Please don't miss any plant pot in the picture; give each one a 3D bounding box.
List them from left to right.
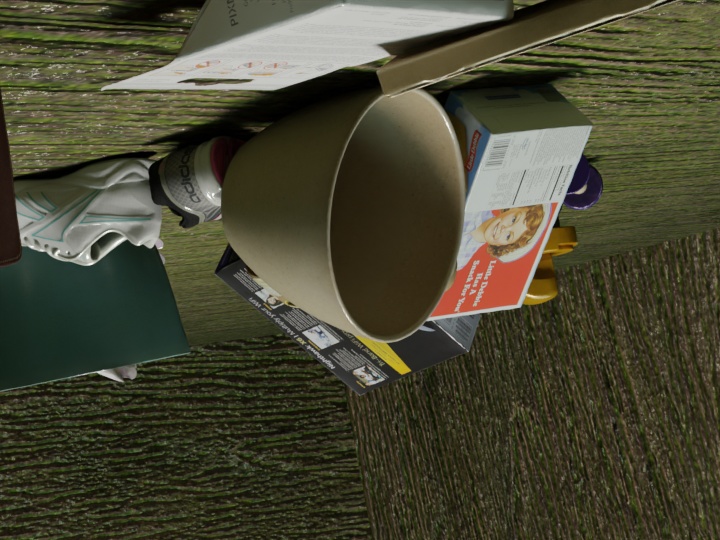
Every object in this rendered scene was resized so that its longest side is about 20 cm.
[{"bbox_3d":[-0.267,0.016,1.724,0.199,0.162,0.201,-11,178,0],"label":"plant pot"}]

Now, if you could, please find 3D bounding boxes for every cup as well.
[{"bbox_3d":[-0.027,-0.052,1.507,0.142,0.202,0.200,8,-174,33],"label":"cup"}]

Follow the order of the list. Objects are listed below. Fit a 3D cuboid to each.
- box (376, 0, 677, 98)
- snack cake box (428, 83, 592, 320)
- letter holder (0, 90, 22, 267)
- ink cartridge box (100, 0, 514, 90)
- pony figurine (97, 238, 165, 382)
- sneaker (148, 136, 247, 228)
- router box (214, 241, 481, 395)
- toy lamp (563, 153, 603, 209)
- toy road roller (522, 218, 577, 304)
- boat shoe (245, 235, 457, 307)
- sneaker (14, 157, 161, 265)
[{"bbox_3d":[0.118,-0.156,1.175,0.199,0.021,0.164,-18,-171,15],"label":"box"},{"bbox_3d":[0.109,-0.058,1.630,0.114,0.067,0.201,-8,131,-35],"label":"snack cake box"},{"bbox_3d":[-0.260,-0.063,0.993,0.100,0.143,0.200,-11,175,7],"label":"letter holder"},{"bbox_3d":[-0.035,-0.149,1.112,0.199,0.050,0.160,-10,177,40],"label":"ink cartridge box"},{"bbox_3d":[-0.311,0.024,1.974,0.199,0.168,0.193,4,175,28],"label":"pony figurine"},{"bbox_3d":[-0.120,-0.073,1.612,0.087,0.074,0.200,-8,175,18],"label":"sneaker"},{"bbox_3d":[-0.011,0.020,1.747,0.200,0.052,0.157,41,139,-23],"label":"router box"},{"bbox_3d":[0.245,-0.102,2.148,0.058,0.059,0.200,-12,176,10],"label":"toy lamp"},{"bbox_3d":[0.169,-0.025,2.320,0.199,0.147,0.123,-11,175,-4],"label":"toy road roller"},{"bbox_3d":[0.000,0.000,1.625,0.199,0.074,0.066,4,148,31],"label":"boat shoe"},{"bbox_3d":[-0.263,-0.041,1.608,0.199,0.081,0.070,-11,177,14],"label":"sneaker"}]
